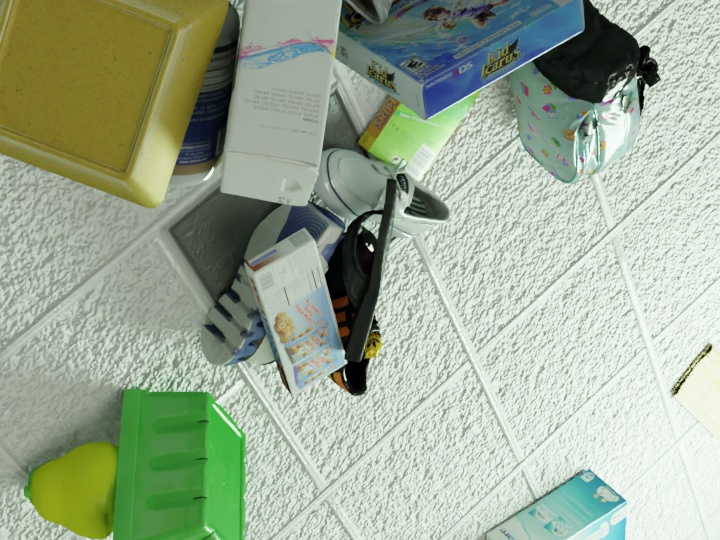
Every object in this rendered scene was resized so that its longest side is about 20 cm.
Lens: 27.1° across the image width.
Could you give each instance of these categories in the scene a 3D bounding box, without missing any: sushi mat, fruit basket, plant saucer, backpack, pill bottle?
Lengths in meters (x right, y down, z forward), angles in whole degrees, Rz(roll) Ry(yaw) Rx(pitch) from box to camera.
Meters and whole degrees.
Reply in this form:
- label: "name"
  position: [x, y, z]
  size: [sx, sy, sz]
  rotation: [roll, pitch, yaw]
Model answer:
- label: "sushi mat"
  position: [0.537, 0.186, 2.267]
  size: [0.096, 0.012, 0.200]
  rotation: [-51, 138, 0]
- label: "fruit basket"
  position: [-0.227, 0.230, 1.522]
  size: [0.216, 0.215, 0.156]
  rotation: [-44, 137, -8]
- label: "plant saucer"
  position: [-0.232, -0.166, 1.236]
  size: [0.198, 0.049, 0.202]
  rotation: [20, 108, -7]
- label: "backpack"
  position: [0.240, -0.195, 1.653]
  size: [0.126, 0.167, 0.201]
  rotation: [-28, 147, -9]
- label: "pill bottle"
  position: [-0.165, -0.185, 1.319]
  size: [0.110, 0.111, 0.202]
  rotation: [-12, 125, -35]

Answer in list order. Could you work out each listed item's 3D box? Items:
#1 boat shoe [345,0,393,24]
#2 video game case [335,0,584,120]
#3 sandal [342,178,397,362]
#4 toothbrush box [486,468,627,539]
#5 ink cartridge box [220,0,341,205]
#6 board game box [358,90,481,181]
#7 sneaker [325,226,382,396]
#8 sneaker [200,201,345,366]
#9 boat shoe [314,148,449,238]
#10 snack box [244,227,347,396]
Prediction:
- label: "boat shoe"
  position: [-0.037, -0.299, 1.361]
  size: [0.201, 0.074, 0.065]
  rotation: [31, 68, -42]
- label: "video game case"
  position: [0.083, -0.241, 1.447]
  size: [0.199, 0.181, 0.046]
  rotation: [-31, 133, -22]
- label: "sandal"
  position: [0.000, 0.001, 1.528]
  size: [0.047, 0.075, 0.202]
  rotation: [13, 113, -2]
- label: "toothbrush box"
  position: [0.280, 0.401, 2.134]
  size: [0.199, 0.085, 0.147]
  rotation: [-29, 134, -25]
- label: "ink cartridge box"
  position: [-0.067, -0.173, 1.298]
  size: [0.085, 0.148, 0.202]
  rotation: [10, 78, -5]
- label: "board game box"
  position: [0.085, -0.195, 1.596]
  size: [0.201, 0.030, 0.095]
  rotation: [-53, 139, 5]
- label: "sneaker"
  position: [-0.001, 0.047, 1.624]
  size: [0.069, 0.090, 0.201]
  rotation: [-18, 138, -32]
- label: "sneaker"
  position: [-0.075, 0.022, 1.576]
  size: [0.115, 0.081, 0.200]
  rotation: [19, 111, -50]
- label: "boat shoe"
  position: [0.026, -0.087, 1.573]
  size: [0.199, 0.066, 0.074]
  rotation: [18, 63, -56]
- label: "snack box"
  position: [-0.063, 0.046, 1.523]
  size: [0.072, 0.024, 0.201]
  rotation: [-31, 140, -15]
